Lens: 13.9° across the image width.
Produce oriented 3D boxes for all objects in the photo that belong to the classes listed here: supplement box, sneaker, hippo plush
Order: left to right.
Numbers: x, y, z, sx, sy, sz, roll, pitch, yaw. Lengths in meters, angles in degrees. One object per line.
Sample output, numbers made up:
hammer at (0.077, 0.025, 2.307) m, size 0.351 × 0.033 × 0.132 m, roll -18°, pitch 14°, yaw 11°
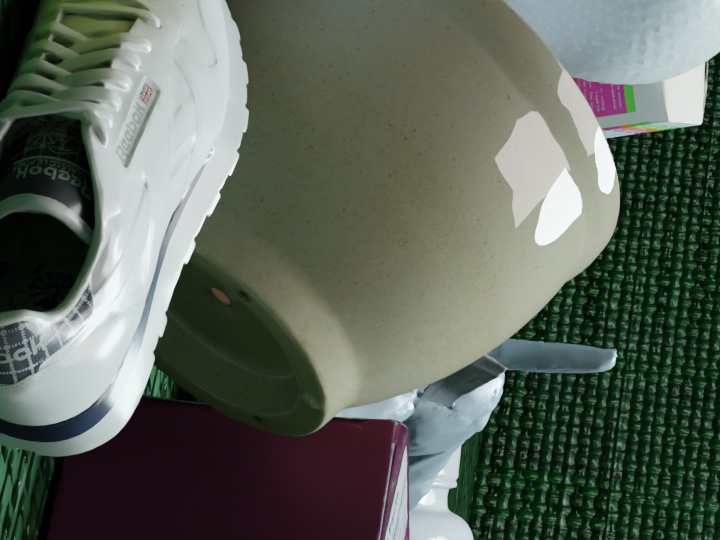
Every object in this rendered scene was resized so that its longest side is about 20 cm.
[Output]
sneaker at (-0.086, -0.043, 0.949) m, size 0.081 × 0.076 × 0.200 m, roll 69°, pitch 26°, yaw -57°
supplement box at (-0.049, 0.143, 1.189) m, size 0.200 × 0.131 × 0.103 m, roll 86°, pitch 12°, yaw -57°
hippo plush at (-0.015, 0.023, 1.443) m, size 0.200 × 0.159 × 0.161 m, roll -42°, pitch -121°, yaw 44°

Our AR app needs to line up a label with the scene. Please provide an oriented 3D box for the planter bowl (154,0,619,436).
planter bowl at (-0.024, -0.026, 1.100) m, size 0.135 × 0.200 × 0.200 m, roll -50°, pitch 158°, yaw -25°

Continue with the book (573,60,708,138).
book at (0.112, -0.137, 1.631) m, size 0.200 × 0.048 × 0.134 m, roll -4°, pitch -96°, yaw 55°

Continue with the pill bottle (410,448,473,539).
pill bottle at (0.009, 0.199, 1.846) m, size 0.120 × 0.119 × 0.200 m, roll 33°, pitch 64°, yaw -83°

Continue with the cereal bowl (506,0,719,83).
cereal bowl at (0.115, -0.195, 1.509) m, size 0.083 × 0.200 × 0.200 m, roll -5°, pitch 105°, yaw -43°
